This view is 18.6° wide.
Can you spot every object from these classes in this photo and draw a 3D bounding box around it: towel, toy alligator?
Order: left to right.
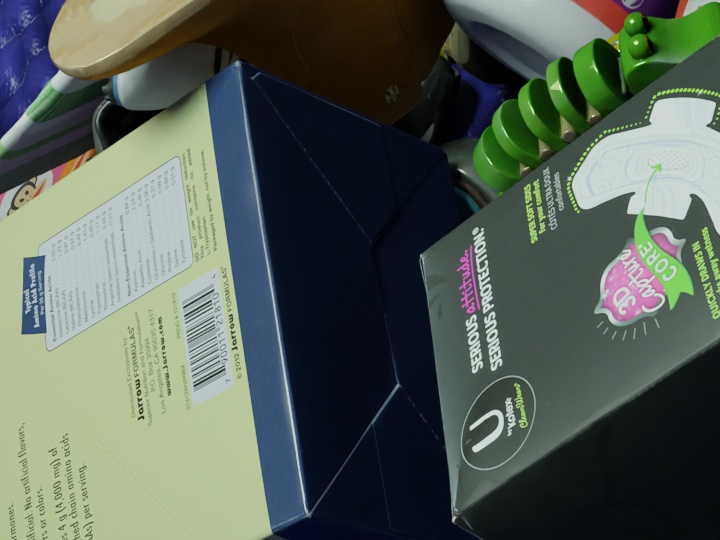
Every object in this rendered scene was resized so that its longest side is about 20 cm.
[{"bbox_3d":[-0.114,-0.115,1.097,0.200,0.023,0.152,-44,-3,30],"label":"towel"},{"bbox_3d":[0.102,-0.071,0.834,0.200,0.054,0.060,-39,36,35],"label":"toy alligator"}]

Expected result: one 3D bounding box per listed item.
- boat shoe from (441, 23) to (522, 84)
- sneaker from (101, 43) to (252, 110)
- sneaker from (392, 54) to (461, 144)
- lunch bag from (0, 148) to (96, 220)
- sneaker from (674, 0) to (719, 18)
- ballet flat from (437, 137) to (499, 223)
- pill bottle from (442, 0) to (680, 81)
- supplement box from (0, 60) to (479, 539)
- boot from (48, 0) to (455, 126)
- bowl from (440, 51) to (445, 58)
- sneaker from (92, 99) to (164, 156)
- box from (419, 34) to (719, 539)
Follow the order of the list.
[{"bbox_3d":[0.060,-0.192,1.033,0.076,0.071,0.201,36,121,44],"label":"boat shoe"},{"bbox_3d":[-0.050,-0.108,1.003,0.072,0.200,0.072,17,109,23],"label":"sneaker"},{"bbox_3d":[-0.031,-0.087,1.133,0.199,0.080,0.074,-3,55,50],"label":"sneaker"},{"bbox_3d":[-0.172,0.020,1.216,0.201,0.082,0.176,-58,32,-8],"label":"lunch bag"},{"bbox_3d":[0.155,-0.061,0.869,0.202,0.067,0.108,-54,32,7],"label":"sneaker"},{"bbox_3d":[0.000,0.000,1.038,0.200,0.068,0.064,-29,11,34],"label":"ballet flat"},{"bbox_3d":[0.129,-0.173,0.966,0.201,0.112,0.112,-57,31,-4],"label":"pill bottle"},{"bbox_3d":[-0.061,0.059,0.925,0.199,0.134,0.201,-30,57,34],"label":"supplement box"},{"bbox_3d":[-0.033,-0.099,0.937,0.071,0.144,0.201,25,58,39],"label":"boot"},{"bbox_3d":[0.026,-0.212,1.151,0.200,0.108,0.201,-34,37,30],"label":"bowl"},{"bbox_3d":[-0.096,-0.066,1.075,0.200,0.090,0.067,21,87,61],"label":"sneaker"},{"bbox_3d":[0.142,0.019,0.724,0.200,0.148,0.125,-36,37,27],"label":"box"}]
